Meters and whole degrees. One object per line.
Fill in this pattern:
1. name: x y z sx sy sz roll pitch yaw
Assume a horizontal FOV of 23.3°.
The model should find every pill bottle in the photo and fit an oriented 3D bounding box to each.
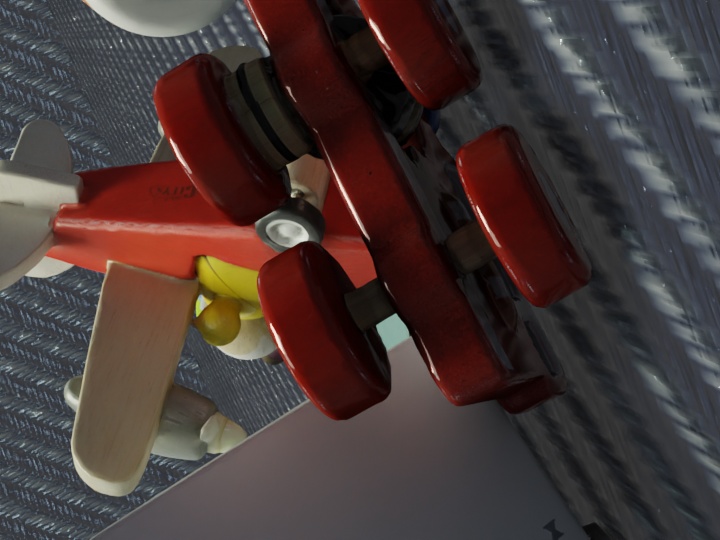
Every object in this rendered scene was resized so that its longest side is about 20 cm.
1. pill bottle: -0.133 -0.205 1.027 0.200 0.111 0.113 -139 27 -67

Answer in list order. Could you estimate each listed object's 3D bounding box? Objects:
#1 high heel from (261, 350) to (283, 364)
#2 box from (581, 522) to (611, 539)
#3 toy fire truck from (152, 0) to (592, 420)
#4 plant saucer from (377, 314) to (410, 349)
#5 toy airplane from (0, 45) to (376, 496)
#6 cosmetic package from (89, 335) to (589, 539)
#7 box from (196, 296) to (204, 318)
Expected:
1. high heel: -0.014 0.009 1.138 0.068 0.096 0.200 55 -170 6
2. box: 0.140 0.236 0.775 0.158 0.048 0.201 -131 20 -62
3. toy fire truck: 0.015 -0.034 0.694 0.201 0.112 0.168 62 -169 10
4. plant saucer: 0.000 0.000 0.952 0.201 0.036 0.200 90 154 -43
5. toy airplane: -0.082 -0.006 0.827 0.199 0.199 0.142 44 167 41
6. cosmetic package: -0.044 0.147 0.763 0.123 0.199 0.200 56 144 5
7. box: -0.087 -0.034 1.223 0.200 0.047 0.123 129 148 -80
